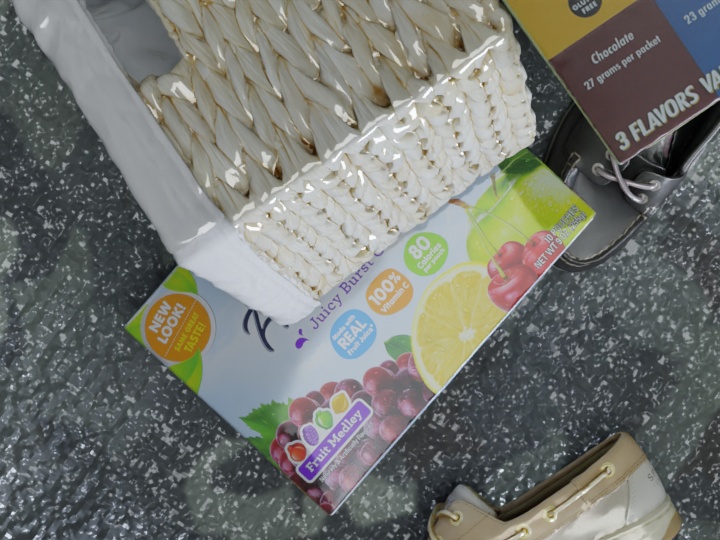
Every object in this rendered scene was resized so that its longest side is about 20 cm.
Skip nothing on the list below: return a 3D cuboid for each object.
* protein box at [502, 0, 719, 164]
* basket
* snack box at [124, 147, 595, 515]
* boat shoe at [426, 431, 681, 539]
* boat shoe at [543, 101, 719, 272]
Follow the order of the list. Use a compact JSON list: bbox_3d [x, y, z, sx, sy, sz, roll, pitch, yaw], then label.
[{"bbox_3d":[0.097,-0.186,0.641,0.135,0.199,0.200,-34,107,16],"label":"protein box"},{"bbox_3d":[-0.041,-0.107,0.690,0.160,0.200,0.199,-34,77,4],"label":"basket"},{"bbox_3d":[0.000,0.000,0.806,0.142,0.053,0.200,41,93,4],"label":"snack box"},{"bbox_3d":[0.068,0.145,0.850,0.199,0.074,0.070,-23,90,-4],"label":"boat shoe"},{"bbox_3d":[0.154,-0.086,0.822,0.067,0.057,0.201,31,95,-11],"label":"boat shoe"}]
